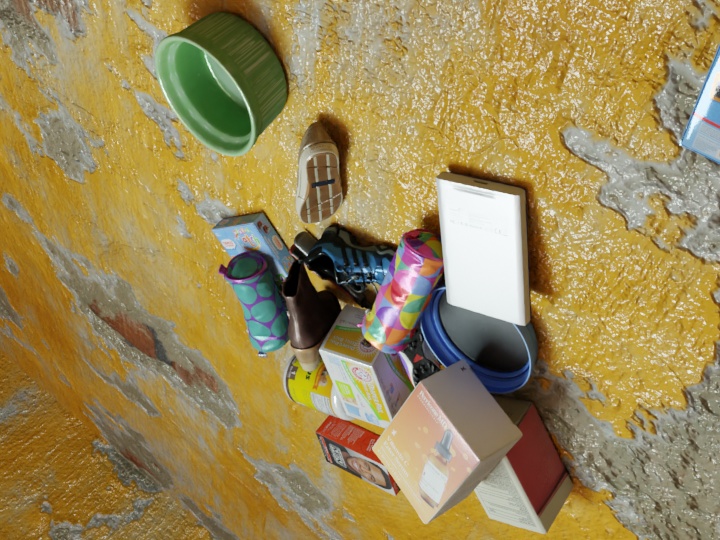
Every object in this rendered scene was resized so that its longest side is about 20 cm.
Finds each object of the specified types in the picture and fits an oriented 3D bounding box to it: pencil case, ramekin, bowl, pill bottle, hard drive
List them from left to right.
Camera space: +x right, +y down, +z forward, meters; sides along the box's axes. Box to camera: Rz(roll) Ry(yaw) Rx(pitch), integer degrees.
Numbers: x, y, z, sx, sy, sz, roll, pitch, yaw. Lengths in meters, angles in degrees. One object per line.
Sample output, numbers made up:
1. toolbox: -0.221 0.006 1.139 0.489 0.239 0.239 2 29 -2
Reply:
1. ramekin: -0.202 -0.282 1.413 0.198 0.098 0.202 30 146 22
2. pencil case: -0.190 0.062 1.754 0.090 0.086 0.203 -3 133 13
3. pill bottle: -0.050 0.222 1.829 0.197 0.109 0.111 10 136 43
4. pencil case: 0.064 0.033 1.426 0.088 0.088 0.202 35 123 14
5. bowl: 0.182 0.098 1.454 0.198 0.039 0.203 27 140 25
6. hard drive: 0.170 -0.030 1.304 0.130 0.025 0.204 16 129 35

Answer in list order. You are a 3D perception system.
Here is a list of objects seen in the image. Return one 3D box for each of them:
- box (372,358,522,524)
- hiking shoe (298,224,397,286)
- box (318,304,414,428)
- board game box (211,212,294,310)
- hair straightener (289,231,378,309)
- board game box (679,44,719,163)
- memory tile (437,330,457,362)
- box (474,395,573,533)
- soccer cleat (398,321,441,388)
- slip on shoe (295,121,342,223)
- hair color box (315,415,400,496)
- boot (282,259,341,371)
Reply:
1. box: 0.131 0.268 1.485 0.153 0.105 0.201 51 137 22
2. hiking shoe: 0.000 0.000 1.521 0.197 0.087 0.075 21 143 34
3. box: 0.019 0.169 1.632 0.111 0.102 0.202 14 145 29
4. board game box: -0.177 -0.011 1.770 0.150 0.037 0.202 -3 127 52
5. hair straightener: -0.038 0.006 1.616 0.200 0.041 0.077 44 150 10
6. board game box: 0.398 -0.166 0.879 0.150 0.037 0.202 32 148 21
7. memory tile: 0.085 0.111 1.625 0.153 0.017 0.200 42 149 4
8. box: 0.251 0.320 1.587 0.126 0.109 0.202 3 131 47
9. soccer cleat: 0.085 0.118 1.560 0.073 0.067 0.203 -122 9 -70
10. slip on shoe: -0.068 -0.146 1.461 0.201 0.074 0.062 92 165 -61
11. hair color box: 0.004 0.389 2.014 0.197 0.061 0.103 17 139 37
12. boot: -0.081 0.049 1.610 0.071 0.202 0.169 -2 125 12
